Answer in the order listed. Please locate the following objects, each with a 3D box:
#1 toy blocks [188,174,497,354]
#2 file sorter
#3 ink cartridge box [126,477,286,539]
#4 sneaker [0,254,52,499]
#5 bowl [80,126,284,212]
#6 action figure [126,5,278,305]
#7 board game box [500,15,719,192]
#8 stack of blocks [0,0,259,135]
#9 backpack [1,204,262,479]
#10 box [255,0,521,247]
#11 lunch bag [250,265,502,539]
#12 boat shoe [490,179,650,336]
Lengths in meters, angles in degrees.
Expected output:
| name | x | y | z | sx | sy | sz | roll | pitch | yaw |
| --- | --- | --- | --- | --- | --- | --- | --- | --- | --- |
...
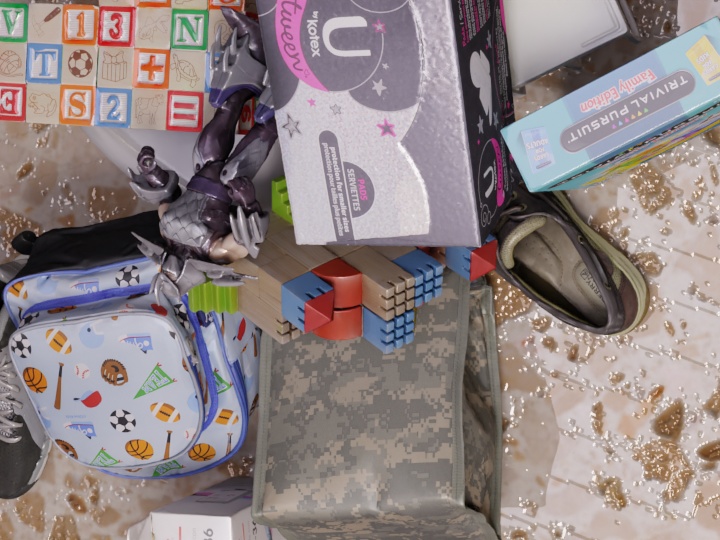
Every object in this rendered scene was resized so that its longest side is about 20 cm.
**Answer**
| name | x | y | z | sx | sy | sz | roll | pitch | yaw |
| --- | --- | --- | --- | --- | --- | --- | --- | --- | --- |
| toy blocks | 0.000 | 0.000 | 1.232 | 0.136 | 0.199 | 0.101 | 35 | 137 | 39 |
| file sorter | 0.081 | -0.181 | 1.252 | 0.199 | 0.124 | 0.140 | -25 | 84 | 18 |
| ink cartridge box | -0.100 | 0.223 | 1.299 | 0.067 | 0.200 | 0.118 | -1 | 93 | 19 |
| sneaker | -0.292 | 0.086 | 1.401 | 0.074 | 0.115 | 0.202 | 9 | 96 | 18 |
| bowl | -0.114 | -0.137 | 1.350 | 0.199 | 0.075 | 0.201 | 40 | 103 | 12 |
| action figure | -0.095 | -0.069 | 1.199 | 0.129 | 0.069 | 0.201 | 20 | 83 | 33 |
| board game box | 0.190 | -0.105 | 1.180 | 0.150 | 0.200 | 0.047 | -27 | 85 | 19 |
| stack of blocks | -0.166 | -0.160 | 1.296 | 0.198 | 0.059 | 0.116 | 4 | 94 | 18 |
| backpack | -0.158 | 0.064 | 1.326 | 0.198 | 0.155 | 0.191 | -6 | 126 | 24 |
| box | 0.018 | -0.126 | 1.121 | 0.131 | 0.115 | 0.202 | 1 | 115 | 20 |
| lunch bag | 0.015 | 0.093 | 1.293 | 0.163 | 0.118 | 0.202 | -7 | 65 | 19 |
| boat shoe | 0.120 | -0.027 | 1.278 | 0.200 | 0.065 | 0.073 | 38 | 107 | 16 |
